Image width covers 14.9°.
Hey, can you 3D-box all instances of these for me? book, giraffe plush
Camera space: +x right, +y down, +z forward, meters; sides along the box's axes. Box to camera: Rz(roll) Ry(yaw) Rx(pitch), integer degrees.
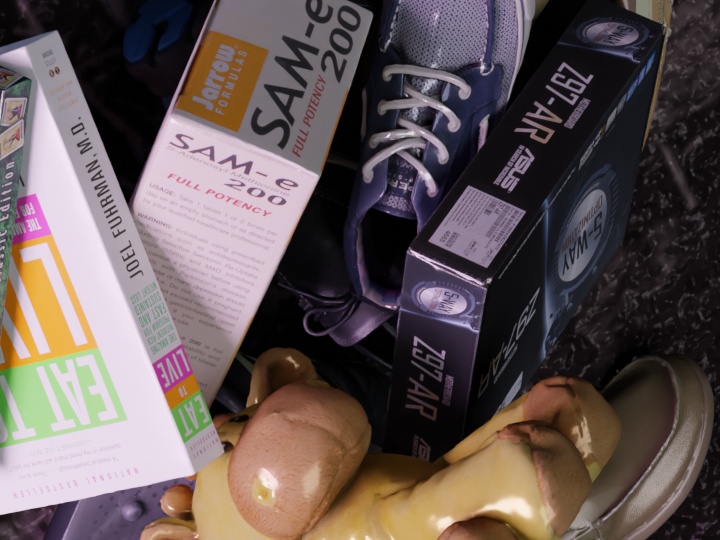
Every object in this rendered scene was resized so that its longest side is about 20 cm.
[{"bbox_3d":[-0.149,0.003,1.229,0.048,0.133,0.201,-35,107,-50],"label":"book"},{"bbox_3d":[-0.001,0.109,1.254,0.162,0.173,0.200,34,124,4],"label":"giraffe plush"}]

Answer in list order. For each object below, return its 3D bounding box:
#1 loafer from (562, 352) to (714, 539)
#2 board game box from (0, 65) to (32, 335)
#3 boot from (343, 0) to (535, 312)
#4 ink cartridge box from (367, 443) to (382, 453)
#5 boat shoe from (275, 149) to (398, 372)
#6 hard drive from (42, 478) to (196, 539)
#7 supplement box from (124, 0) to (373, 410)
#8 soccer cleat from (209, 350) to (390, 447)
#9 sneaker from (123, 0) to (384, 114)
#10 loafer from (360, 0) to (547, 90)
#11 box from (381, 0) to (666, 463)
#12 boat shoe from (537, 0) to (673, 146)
[{"bbox_3d":[0.121,0.127,1.533,0.067,0.076,0.200,33,92,-42],"label":"loafer"},{"bbox_3d":[-0.199,-0.006,1.211,0.023,0.104,0.201,-28,133,-54],"label":"board game box"},{"bbox_3d":[0.034,-0.073,1.294,0.200,0.072,0.091,93,15,-46],"label":"boot"},{"bbox_3d":[0.000,0.174,1.423,0.146,0.084,0.200,-52,149,4],"label":"ink cartridge box"},{"bbox_3d":[0.000,0.000,1.407,0.074,0.062,0.200,-34,130,21],"label":"boat shoe"},{"bbox_3d":[-0.120,0.188,1.440,0.134,0.042,0.201,11,106,-33],"label":"hard drive"},{"bbox_3d":[-0.070,-0.026,1.272,0.073,0.126,0.200,22,132,-5],"label":"supplement box"},{"bbox_3d":[-0.046,0.077,1.404,0.199,0.081,0.068,18,133,-33],"label":"soccer cleat"},{"bbox_3d":[-0.017,-0.137,1.335,0.200,0.073,0.082,-33,126,7],"label":"sneaker"},{"bbox_3d":[0.055,-0.138,1.375,0.076,0.067,0.201,1,110,-30],"label":"loafer"},{"bbox_3d":[0.080,-0.013,1.354,0.200,0.043,0.161,-53,160,-37],"label":"box"},{"bbox_3d":[0.141,-0.148,1.435,0.076,0.072,0.201,-22,123,-39],"label":"boat shoe"}]
